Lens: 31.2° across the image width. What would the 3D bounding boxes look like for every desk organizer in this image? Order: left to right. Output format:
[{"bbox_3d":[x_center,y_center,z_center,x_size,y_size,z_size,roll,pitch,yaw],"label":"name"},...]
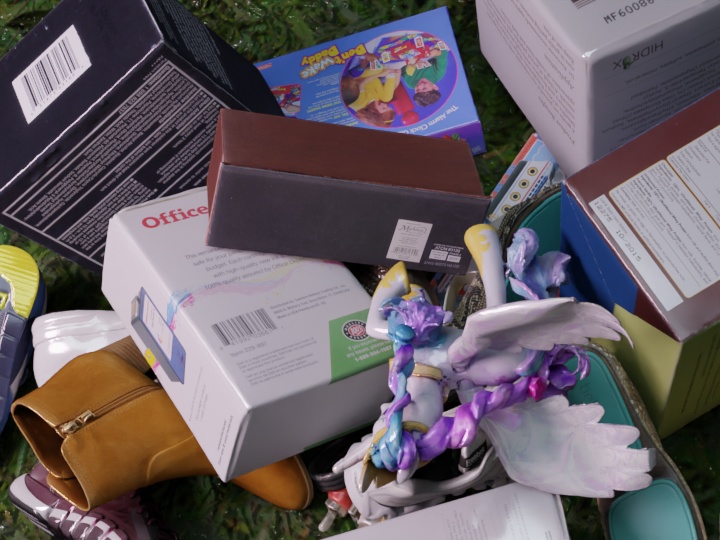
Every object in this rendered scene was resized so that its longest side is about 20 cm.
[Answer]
[{"bbox_3d":[-0.012,-0.058,0.947,0.197,0.072,0.078,6,38,-13],"label":"desk organizer"}]

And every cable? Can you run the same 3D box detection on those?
[{"bbox_3d":[0.036,0.122,0.973,0.096,0.051,0.201,17,58,38],"label":"cable"}]

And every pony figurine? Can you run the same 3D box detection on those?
[{"bbox_3d":[0.084,0.057,0.819,0.190,0.168,0.201,-8,37,16],"label":"pony figurine"}]

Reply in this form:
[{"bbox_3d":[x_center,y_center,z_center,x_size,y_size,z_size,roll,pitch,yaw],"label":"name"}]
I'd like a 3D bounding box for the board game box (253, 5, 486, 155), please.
[{"bbox_3d":[-0.002,-0.141,1.132,0.197,0.045,0.136,-15,57,5],"label":"board game box"}]

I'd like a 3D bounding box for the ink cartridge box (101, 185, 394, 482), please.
[{"bbox_3d":[-0.081,0.034,0.943,0.144,0.088,0.201,-17,55,-34],"label":"ink cartridge box"}]

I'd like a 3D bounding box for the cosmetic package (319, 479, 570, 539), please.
[{"bbox_3d":[0.048,0.217,0.865,0.197,0.113,0.082,-14,56,3],"label":"cosmetic package"}]

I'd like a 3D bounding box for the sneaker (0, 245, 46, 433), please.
[{"bbox_3d":[-0.309,0.081,1.068,0.073,0.082,0.203,23,84,-2],"label":"sneaker"}]

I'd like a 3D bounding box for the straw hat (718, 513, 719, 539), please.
[{"bbox_3d":[0.326,0.165,0.838,0.198,0.085,0.204,-6,58,10],"label":"straw hat"}]

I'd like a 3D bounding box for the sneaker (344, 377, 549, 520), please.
[{"bbox_3d":[0.088,0.119,0.906,0.198,0.081,0.076,-21,82,-22],"label":"sneaker"}]

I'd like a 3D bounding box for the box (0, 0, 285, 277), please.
[{"bbox_3d":[-0.188,-0.110,1.041,0.199,0.198,0.124,-38,54,12],"label":"box"}]

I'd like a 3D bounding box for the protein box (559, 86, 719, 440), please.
[{"bbox_3d":[0.255,-0.016,0.888,0.198,0.199,0.136,-30,65,-6],"label":"protein box"}]

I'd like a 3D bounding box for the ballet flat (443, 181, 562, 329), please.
[{"bbox_3d":[0.106,0.003,0.981,0.074,0.068,0.201,0,44,39],"label":"ballet flat"}]

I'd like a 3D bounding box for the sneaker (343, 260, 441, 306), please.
[{"bbox_3d":[0.000,0.000,1.041,0.071,0.075,0.200,-50,36,7],"label":"sneaker"}]

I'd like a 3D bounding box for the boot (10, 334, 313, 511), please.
[{"bbox_3d":[-0.144,0.137,0.934,0.200,0.071,0.144,39,41,11],"label":"boot"}]

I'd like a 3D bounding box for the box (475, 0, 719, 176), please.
[{"bbox_3d":[0.215,-0.208,1.032,0.198,0.172,0.200,-24,54,-7],"label":"box"}]

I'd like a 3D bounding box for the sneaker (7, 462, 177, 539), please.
[{"bbox_3d":[-0.166,0.168,0.972,0.198,0.076,0.116,24,65,26],"label":"sneaker"}]

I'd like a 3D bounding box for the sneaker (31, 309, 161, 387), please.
[{"bbox_3d":[-0.165,0.073,1.041,0.196,0.075,0.090,-7,78,7],"label":"sneaker"}]

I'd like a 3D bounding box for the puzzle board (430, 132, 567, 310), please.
[{"bbox_3d":[0.151,-0.011,1.032,0.149,0.017,0.201,27,69,26],"label":"puzzle board"}]

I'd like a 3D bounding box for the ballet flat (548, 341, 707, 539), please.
[{"bbox_3d":[0.191,0.142,0.890,0.070,0.065,0.203,-21,83,19],"label":"ballet flat"}]
